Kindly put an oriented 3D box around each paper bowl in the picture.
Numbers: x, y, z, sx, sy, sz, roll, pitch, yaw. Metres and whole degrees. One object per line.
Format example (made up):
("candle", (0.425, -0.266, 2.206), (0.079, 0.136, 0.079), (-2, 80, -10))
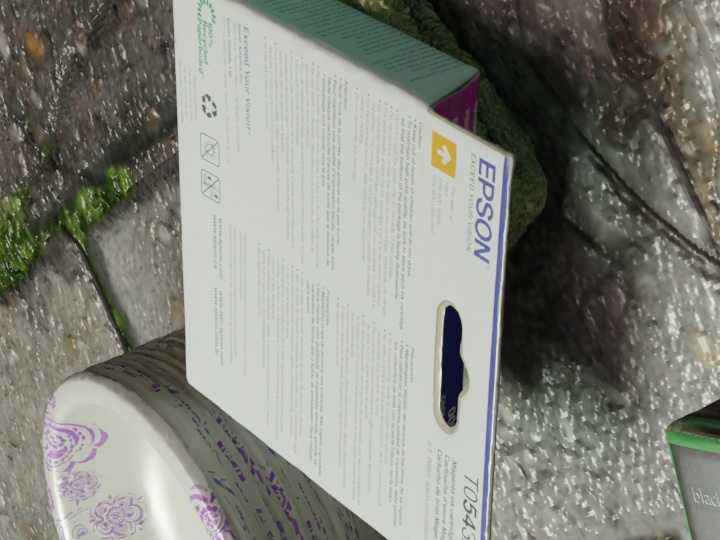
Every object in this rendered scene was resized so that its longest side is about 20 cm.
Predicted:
("paper bowl", (-0.060, 0.125, 0.996), (0.201, 0.104, 0.201), (36, 138, 40))

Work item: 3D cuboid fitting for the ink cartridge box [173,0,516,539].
("ink cartridge box", (0.000, 0.000, 0.810), (0.200, 0.043, 0.197), (32, 133, 40))

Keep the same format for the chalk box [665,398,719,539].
("chalk box", (0.166, 0.081, 0.519), (0.124, 0.200, 0.124), (5, 114, 56))

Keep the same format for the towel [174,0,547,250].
("towel", (-0.004, -0.069, 0.848), (0.200, 0.036, 0.148), (56, 147, 19))
